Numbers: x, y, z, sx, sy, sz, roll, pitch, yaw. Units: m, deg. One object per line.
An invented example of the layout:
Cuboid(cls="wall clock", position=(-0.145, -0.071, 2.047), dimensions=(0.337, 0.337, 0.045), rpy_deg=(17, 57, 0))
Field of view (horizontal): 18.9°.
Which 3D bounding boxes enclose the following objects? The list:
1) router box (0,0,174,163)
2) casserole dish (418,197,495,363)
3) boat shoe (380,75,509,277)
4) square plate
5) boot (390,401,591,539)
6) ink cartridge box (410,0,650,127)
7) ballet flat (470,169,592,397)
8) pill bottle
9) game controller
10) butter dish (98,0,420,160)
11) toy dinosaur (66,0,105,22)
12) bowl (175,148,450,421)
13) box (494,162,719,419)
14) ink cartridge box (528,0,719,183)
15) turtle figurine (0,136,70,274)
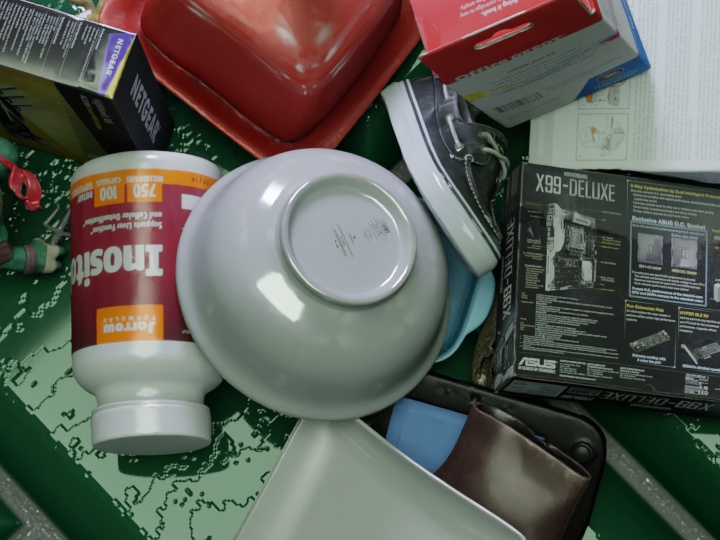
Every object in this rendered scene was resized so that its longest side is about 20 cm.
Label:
Cuboid(cls="router box", position=(-0.224, -0.133, 1.538), dimensions=(0.156, 0.200, 0.053), rpy_deg=(17, 77, 7))
Cuboid(cls="casserole dish", position=(0.000, 0.000, 1.576), dimensions=(0.199, 0.039, 0.122), rpy_deg=(16, 76, 6))
Cuboid(cls="boat shoe", position=(0.070, -0.080, 1.537), dimensions=(0.071, 0.072, 0.201), rpy_deg=(-26, 46, 5))
Cuboid(cls="square plate", position=(-0.002, 0.217, 1.483), dimensions=(0.200, 0.028, 0.199), rpy_deg=(33, 98, 31))
Cuboid(cls="boot", position=(0.111, 0.209, 1.476), dimensions=(0.200, 0.072, 0.167), rpy_deg=(38, 108, 18))
Cuboid(cls="ink cartridge box", position=(0.110, -0.165, 1.449), dimensions=(0.116, 0.200, 0.068), rpy_deg=(-22, 74, 16))
Cuboid(cls="ballet flat", position=(0.124, 0.002, 1.565), dimensions=(0.067, 0.046, 0.201), rpy_deg=(19, 78, 7))
Cuboid(cls="pill bottle", position=(-0.150, 0.025, 1.540), dimensions=(0.112, 0.113, 0.202), rpy_deg=(-3, 76, 2))
Cuboid(cls="game controller", position=(0.071, 0.130, 1.531), dimensions=(0.199, 0.042, 0.105), rpy_deg=(15, 93, 7))
Cuboid(cls="butter dish", position=(-0.053, -0.204, 1.550), dimensions=(0.200, 0.148, 0.200), rpy_deg=(38, 70, -2))
Cuboid(cls="toy dinosaur", position=(-0.164, -0.179, 1.626), dimensions=(0.199, 0.058, 0.102), rpy_deg=(9, 80, -17))
Cuboid(cls="bowl", position=(-0.020, -0.005, 1.479), dimensions=(0.200, 0.090, 0.203), rpy_deg=(7, 67, -16))
Cuboid(cls="box", position=(0.197, 0.016, 1.527), dimensions=(0.198, 0.050, 0.159), rpy_deg=(7, 71, -10))
Cuboid(cls="ink cartridge box", position=(0.224, -0.144, 1.539), dimensions=(0.199, 0.047, 0.161), rpy_deg=(1, 82, 19))
Cuboid(cls="turtle figurine", position=(-0.300, -0.036, 1.575), dimensions=(0.150, 0.101, 0.200), rpy_deg=(42, 88, 11))
